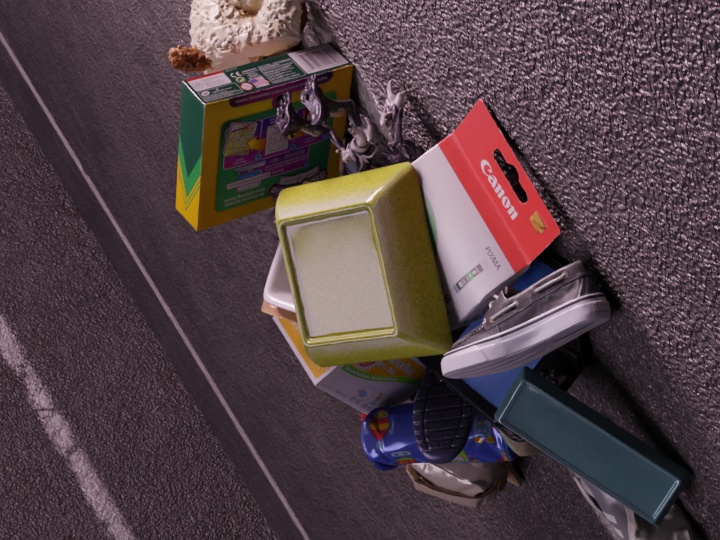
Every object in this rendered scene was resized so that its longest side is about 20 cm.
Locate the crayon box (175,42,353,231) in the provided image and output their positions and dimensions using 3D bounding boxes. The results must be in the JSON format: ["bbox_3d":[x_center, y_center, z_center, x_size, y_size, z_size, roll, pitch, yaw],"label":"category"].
[{"bbox_3d":[-0.111,-0.153,1.780,0.058,0.198,0.174,45,141,36],"label":"crayon box"}]

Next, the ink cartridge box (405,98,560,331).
[{"bbox_3d":[0.104,-0.051,1.573,0.162,0.050,0.200,60,150,14],"label":"ink cartridge box"}]

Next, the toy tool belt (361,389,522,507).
[{"bbox_3d":[0.105,0.225,1.982,0.199,0.126,0.123,21,173,29],"label":"toy tool belt"}]

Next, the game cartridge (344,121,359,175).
[{"bbox_3d":[0.021,-0.084,1.868,0.200,0.041,0.134,47,155,36],"label":"game cartridge"}]

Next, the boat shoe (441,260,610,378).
[{"bbox_3d":[0.160,0.050,1.547,0.199,0.072,0.072,-27,69,32],"label":"boat shoe"}]

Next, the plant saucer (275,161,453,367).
[{"bbox_3d":[-0.011,0.003,1.639,0.198,0.048,0.202,-9,95,42],"label":"plant saucer"}]

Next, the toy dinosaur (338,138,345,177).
[{"bbox_3d":[-0.017,-0.054,1.867,0.107,0.060,0.201,54,162,20],"label":"toy dinosaur"}]

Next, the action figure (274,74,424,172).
[{"bbox_3d":[0.014,-0.146,1.680,0.199,0.103,0.119,26,141,-24],"label":"action figure"}]

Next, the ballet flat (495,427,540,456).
[{"bbox_3d":[0.166,0.125,1.769,0.062,0.067,0.201,-20,104,43],"label":"ballet flat"}]

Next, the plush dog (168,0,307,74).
[{"bbox_3d":[-0.154,-0.317,1.833,0.200,0.158,0.174,118,146,-68],"label":"plush dog"}]

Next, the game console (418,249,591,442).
[{"bbox_3d":[0.137,0.050,1.642,0.119,0.173,0.200,38,180,-42],"label":"game console"}]

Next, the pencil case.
[{"bbox_3d":[0.099,0.198,1.874,0.198,0.078,0.087,-9,131,26],"label":"pencil case"}]

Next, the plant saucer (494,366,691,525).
[{"bbox_3d":[0.231,0.178,1.567,0.199,0.019,0.070,33,113,10],"label":"plant saucer"}]

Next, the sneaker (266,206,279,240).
[{"bbox_3d":[-0.054,-0.072,1.951,0.087,0.074,0.200,47,-158,-8],"label":"sneaker"}]

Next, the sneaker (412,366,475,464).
[{"bbox_3d":[0.106,0.134,1.819,0.082,0.073,0.202,59,-147,-58],"label":"sneaker"}]

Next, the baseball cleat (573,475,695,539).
[{"bbox_3d":[0.290,0.254,1.647,0.201,0.069,0.107,61,172,27],"label":"baseball cleat"}]

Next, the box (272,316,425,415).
[{"bbox_3d":[-0.003,0.092,1.891,0.113,0.101,0.200,55,-171,29],"label":"box"}]

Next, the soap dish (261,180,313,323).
[{"bbox_3d":[0.000,0.000,1.752,0.198,0.159,0.081,16,176,28],"label":"soap dish"}]
